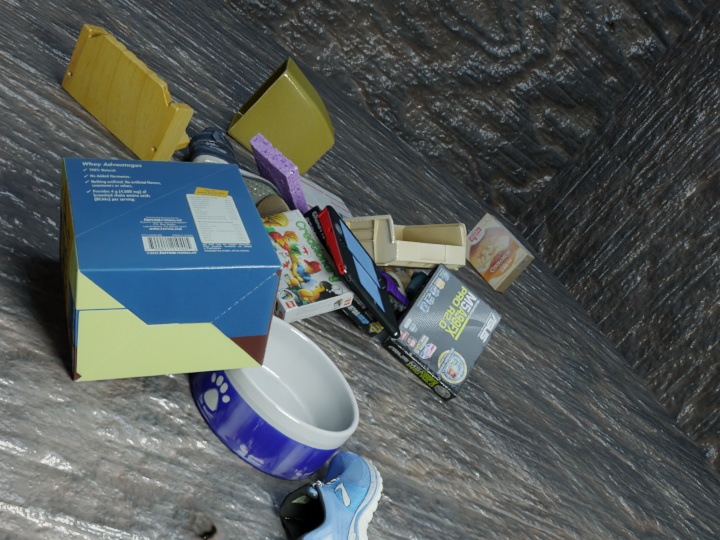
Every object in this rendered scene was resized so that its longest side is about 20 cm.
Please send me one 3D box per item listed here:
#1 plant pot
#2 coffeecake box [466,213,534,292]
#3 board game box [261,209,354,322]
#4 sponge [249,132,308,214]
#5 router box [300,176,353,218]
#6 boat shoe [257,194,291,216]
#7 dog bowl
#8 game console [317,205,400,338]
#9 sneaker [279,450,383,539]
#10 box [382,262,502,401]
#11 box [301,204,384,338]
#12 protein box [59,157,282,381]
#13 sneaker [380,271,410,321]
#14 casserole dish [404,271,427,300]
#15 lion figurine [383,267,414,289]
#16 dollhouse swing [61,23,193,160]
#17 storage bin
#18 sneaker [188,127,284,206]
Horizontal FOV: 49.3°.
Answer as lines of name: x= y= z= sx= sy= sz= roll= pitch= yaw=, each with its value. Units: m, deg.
plant pot: x=-0.164 y=-0.339 z=1.815 sx=0.200 sy=0.195 sz=0.195 roll=43 pitch=15 yaw=-19
coffeecake box: x=0.431 y=-0.057 z=2.512 sx=0.201 sy=0.154 sz=0.073 roll=50 pitch=19 yaw=29
board game box: x=-0.112 y=-0.011 z=1.256 sx=0.124 sy=0.035 sz=0.201 roll=-14 pitch=53 yaw=-31
sponge: x=-0.146 y=-0.157 z=1.471 sx=0.111 sy=0.030 sz=0.201 roll=42 pitch=-18 yaw=24
router box: x=-0.086 y=-0.122 z=1.679 sx=0.199 sy=0.049 sz=0.180 roll=26 pitch=23 yaw=-43
boat shoe: x=-0.128 y=-0.050 z=1.376 sx=0.201 sy=0.071 sz=0.065 roll=57 pitch=5 yaw=37
dog bowl: x=-0.100 y=0.144 z=0.929 sx=0.199 sy=0.079 sz=0.201 roll=38 pitch=17 yaw=-13
game console: x=0.000 y=0.000 z=1.298 sx=0.200 sy=0.031 sz=0.178 roll=51 pitch=11 yaw=-42
sneaker: x=-0.033 y=0.246 z=0.830 sx=0.089 sy=0.079 sz=0.200 roll=41 pitch=17 yaw=-8
box: x=0.154 y=0.111 z=1.444 sx=0.160 sy=0.044 sz=0.201 roll=40 pitch=58 yaw=-4
box: x=-0.029 y=0.003 z=1.387 sx=0.159 sy=0.046 sz=0.202 roll=50 pitch=12 yaw=-53
protein box: x=-0.210 y=-0.009 z=0.832 sx=0.195 sy=0.137 sz=0.201 roll=-1 pitch=37 yaw=-25
sneaker: x=0.061 y=0.076 z=1.504 sx=0.099 sy=0.070 sz=0.201 roll=11 pitch=32 yaw=-47
casserole dish: x=0.140 y=0.097 z=1.551 sx=0.202 sy=0.038 sz=0.122 roll=60 pitch=-22 yaw=19
lion figurine: x=0.085 y=0.023 z=1.700 sx=0.197 sy=0.073 sz=0.124 roll=7 pitch=44 yaw=-40
dollhouse swing: x=-0.360 y=-0.304 z=1.325 sx=0.199 sy=0.182 sz=0.176 roll=41 pitch=37 yaw=1
storage bin: x=0.076 y=-0.052 z=1.543 sx=0.197 sy=0.096 sz=0.197 roll=3 pitch=-2 yaw=-39
sneaker: x=-0.231 y=-0.185 z=1.456 sx=0.201 sy=0.077 sz=0.147 roll=31 pitch=21 yaw=-34
